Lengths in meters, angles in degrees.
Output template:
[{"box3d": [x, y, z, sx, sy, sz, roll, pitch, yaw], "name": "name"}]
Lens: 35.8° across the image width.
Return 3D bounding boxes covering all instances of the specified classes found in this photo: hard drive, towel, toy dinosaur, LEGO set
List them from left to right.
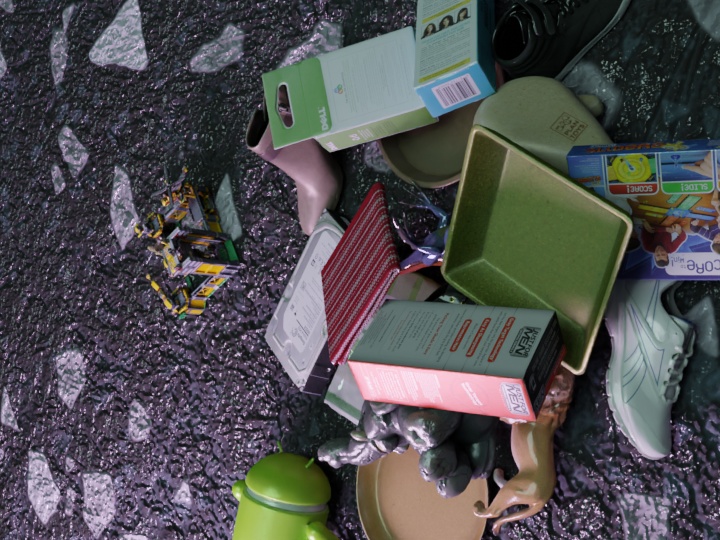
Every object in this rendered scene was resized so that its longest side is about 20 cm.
[{"box3d": [-0.271, -0.038, 1.605, 0.153, 0.115, 0.203, -30, 67, 35], "name": "LEGO set"}, {"box3d": [-0.050, 0.039, 1.437, 0.202, 0.037, 0.140, -64, 35, 18], "name": "hard drive"}, {"box3d": [0.000, 0.000, 1.274, 0.146, 0.022, 0.201, -59, 20, 25], "name": "towel"}, {"box3d": [0.047, 0.102, 1.360, 0.148, 0.031, 0.202, 28, 94, 41], "name": "towel"}, {"box3d": [0.094, -0.023, 1.296, 0.200, 0.104, 0.182, 49, 133, 15], "name": "toy dinosaur"}]

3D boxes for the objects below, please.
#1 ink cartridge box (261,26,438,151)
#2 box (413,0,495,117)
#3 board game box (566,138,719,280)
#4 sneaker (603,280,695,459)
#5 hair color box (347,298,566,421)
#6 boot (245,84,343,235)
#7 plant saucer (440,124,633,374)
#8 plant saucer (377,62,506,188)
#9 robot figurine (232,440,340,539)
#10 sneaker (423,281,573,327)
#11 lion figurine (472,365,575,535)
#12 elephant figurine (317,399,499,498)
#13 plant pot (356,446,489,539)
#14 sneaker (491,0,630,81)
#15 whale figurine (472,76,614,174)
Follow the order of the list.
[{"box3d": [-0.013, -0.211, 1.353, 0.197, 0.059, 0.105, -15, 75, 14], "name": "ink cartridge box"}, {"box3d": [0.109, -0.270, 1.277, 0.081, 0.049, 0.202, -19, 44, 26], "name": "box"}, {"box3d": [0.307, -0.058, 1.091, 0.197, 0.034, 0.137, 1, 114, 25], "name": "board game box"}, {"box3d": [0.297, 0.089, 1.134, 0.086, 0.074, 0.203, -11, 79, 34], "name": "sneaker"}, {"box3d": [0.098, 0.088, 1.136, 0.198, 0.102, 0.062, 3, 131, 33], "name": "hair color box"}, {"box3d": [-0.088, -0.151, 1.439, 0.070, 0.145, 0.203, 13, 94, 41], "name": "boot"}, {"box3d": [0.183, -0.027, 1.132, 0.199, 0.048, 0.202, 37, 136, 30], "name": "plant saucer"}, {"box3d": [0.100, -0.199, 1.360, 0.198, 0.029, 0.204, -6, 82, 41], "name": "plant saucer"}, {"box3d": [-0.102, 0.326, 1.425, 0.174, 0.115, 0.203, 16, 96, 45], "name": "robot figurine"}, {"box3d": [0.155, 0.043, 1.228, 0.199, 0.075, 0.107, -31, 99, 33], "name": "sneaker"}, {"box3d": [0.186, 0.193, 1.224, 0.121, 0.072, 0.203, -6, 88, 42], "name": "lion figurine"}, {"box3d": [0.054, 0.154, 1.234, 0.199, 0.154, 0.144, 19, 125, 51], "name": "elephant figurine"}, {"box3d": [0.077, 0.266, 1.335, 0.198, 0.027, 0.204, -5, 83, 40], "name": "plant pot"}, {"box3d": [0.221, -0.285, 1.216, 0.201, 0.098, 0.071, -52, 55, 23], "name": "sneaker"}, {"box3d": [0.215, -0.124, 1.208, 0.199, 0.104, 0.159, 29, 61, 25], "name": "whale figurine"}]
